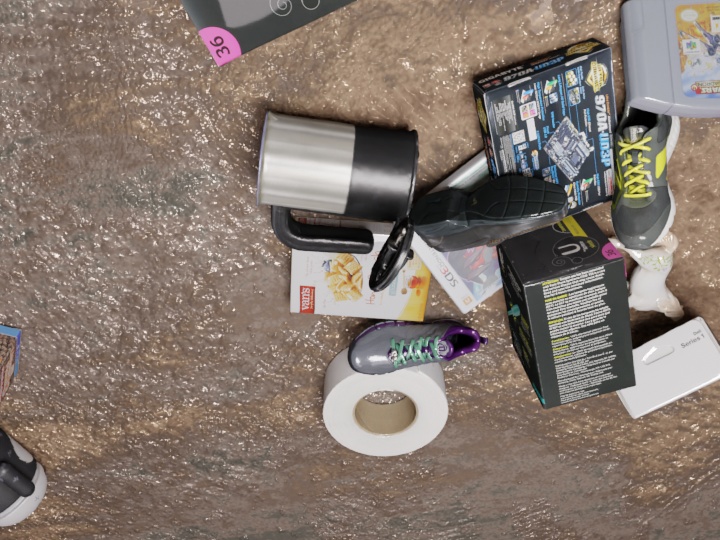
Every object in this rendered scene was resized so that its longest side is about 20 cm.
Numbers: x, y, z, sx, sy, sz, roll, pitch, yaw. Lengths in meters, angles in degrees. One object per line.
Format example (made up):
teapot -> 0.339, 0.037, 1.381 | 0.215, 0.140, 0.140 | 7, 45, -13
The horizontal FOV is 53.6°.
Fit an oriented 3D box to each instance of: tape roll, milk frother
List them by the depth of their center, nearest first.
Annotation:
milk frother -> -0.030, -0.083, 0.840 | 0.185, 0.200, 0.183 | 6, 107, -5
tape roll -> 0.039, 0.203, 1.136 | 0.199, 0.071, 0.204 | 0, 126, 0

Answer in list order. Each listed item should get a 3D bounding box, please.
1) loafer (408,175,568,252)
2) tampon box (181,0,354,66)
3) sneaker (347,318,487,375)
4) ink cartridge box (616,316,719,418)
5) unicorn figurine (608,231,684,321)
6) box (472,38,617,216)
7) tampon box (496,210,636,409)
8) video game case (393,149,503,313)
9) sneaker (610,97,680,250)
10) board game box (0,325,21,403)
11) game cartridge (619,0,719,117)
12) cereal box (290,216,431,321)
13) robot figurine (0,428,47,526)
loafer -> 0.159, -0.063, 0.863 | 0.198, 0.073, 0.072 | -2, 142, 35
tampon box -> -0.087, -0.329, 0.708 | 0.198, 0.127, 0.151 | -21, 123, 14
sneaker -> 0.082, 0.105, 1.020 | 0.198, 0.087, 0.075 | -11, 93, -22
ink cartridge box -> 0.446, 0.139, 1.022 | 0.144, 0.085, 0.199 | -33, 160, 21
unicorn figurine -> 0.394, 0.014, 0.996 | 0.136, 0.074, 0.201 | 12, 149, 17
box -> 0.233, -0.157, 0.871 | 0.157, 0.046, 0.202 | -20, 122, -1
tampon box -> 0.264, 0.046, 0.926 | 0.125, 0.150, 0.202 | -15, 121, 3
video game case -> 0.171, -0.060, 0.952 | 0.199, 0.023, 0.183 | -37, 119, 8
sneaker -> 0.324, -0.123, 0.836 | 0.074, 0.202, 0.084 | -4, 155, 39
board game box -> -0.606, 0.165, 1.021 | 0.158, 0.201, 0.098 | 16, 126, -11
game cartridge -> 0.397, -0.240, 0.796 | 0.197, 0.135, 0.042 | -3, 170, 1
cereal box -> 0.000, 0.000, 1.008 | 0.197, 0.040, 0.145 | 3, 124, -3
robot figurine -> -0.620, 0.338, 1.196 | 0.124, 0.150, 0.201 | -34, 121, -3
